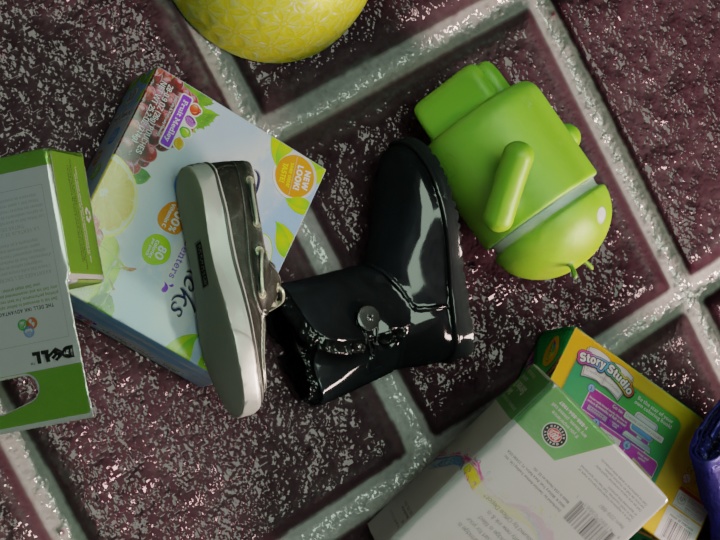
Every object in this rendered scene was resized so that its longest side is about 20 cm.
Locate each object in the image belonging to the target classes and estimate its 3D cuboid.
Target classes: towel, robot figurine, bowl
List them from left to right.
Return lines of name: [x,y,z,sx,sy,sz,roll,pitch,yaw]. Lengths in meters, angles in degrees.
bowl: [-0.059,-0.280,1.802,0.200,0.108,0.201,4,81,-26]
robot figurine: [0.133,-0.079,1.851,0.200,0.116,0.175,56,19,4]
towel: [0.345,0.183,1.915,0.148,0.049,0.200,-44,133,-28]

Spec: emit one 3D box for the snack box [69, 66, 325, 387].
snack box: [-0.145,-0.033,1.748,0.169,0.068,0.200,32,72,-19]

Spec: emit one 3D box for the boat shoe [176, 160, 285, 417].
boat shoe: [-0.091,0.012,1.693,0.064,0.071,0.200,-8,86,-26]

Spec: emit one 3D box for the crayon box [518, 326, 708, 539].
crayon box: [0.222,0.152,1.903,0.200,0.058,0.119,35,69,-17]

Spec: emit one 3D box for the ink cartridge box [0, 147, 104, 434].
ink cartridge box: [-0.270,0.021,1.636,0.148,0.076,0.200,-11,88,14]

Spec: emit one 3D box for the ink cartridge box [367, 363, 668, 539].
ink cartridge box: [0.127,0.200,1.796,0.200,0.088,0.145,-45,102,1]

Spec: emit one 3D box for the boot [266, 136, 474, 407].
boot: [0.000,0.000,1.807,0.168,0.076,0.201,-13,95,-30]
